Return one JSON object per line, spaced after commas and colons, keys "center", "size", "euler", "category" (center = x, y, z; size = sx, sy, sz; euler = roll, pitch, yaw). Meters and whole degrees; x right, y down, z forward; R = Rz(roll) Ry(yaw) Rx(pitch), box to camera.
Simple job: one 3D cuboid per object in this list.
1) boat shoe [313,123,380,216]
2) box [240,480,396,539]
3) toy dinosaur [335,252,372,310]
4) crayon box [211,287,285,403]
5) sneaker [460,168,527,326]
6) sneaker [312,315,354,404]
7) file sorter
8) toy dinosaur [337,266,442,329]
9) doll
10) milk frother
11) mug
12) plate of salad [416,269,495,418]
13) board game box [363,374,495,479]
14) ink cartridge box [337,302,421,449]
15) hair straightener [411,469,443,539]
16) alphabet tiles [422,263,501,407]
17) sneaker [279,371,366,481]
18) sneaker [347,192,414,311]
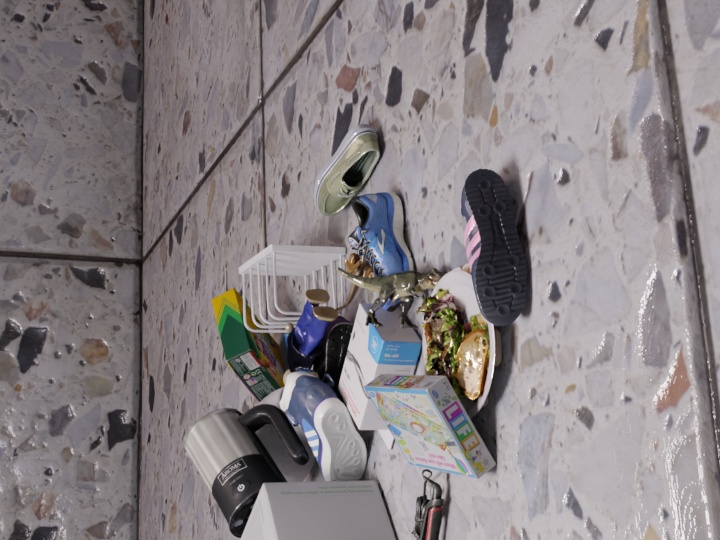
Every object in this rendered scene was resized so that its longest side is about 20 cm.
{"center": [-0.026, -0.157, 1.771], "size": [0.200, 0.072, 0.062], "euler": [119, 149, -41], "category": "boat shoe"}
{"center": [-0.062, 0.449, 1.601], "size": [0.200, 0.198, 0.172], "euler": [-110, 33, -44], "category": "box"}
{"center": [0.000, 0.000, 1.729], "size": [0.106, 0.060, 0.200], "euler": [-78, 4, -74], "category": "toy dinosaur"}
{"center": [-0.206, 0.159, 2.031], "size": [0.200, 0.058, 0.173], "euler": [59, -172, -44], "category": "crayon box"}
{"center": [0.166, -0.022, 1.321], "size": [0.082, 0.070, 0.201], "euler": [96, 171, -74], "category": "sneaker"}
{"center": [-0.049, 0.176, 1.793], "size": [0.088, 0.076, 0.201], "euler": [-139, 64, -70], "category": "sneaker"}
{"center": [-0.123, 0.036, 1.892], "size": [0.200, 0.138, 0.125], "euler": [152, 117, -64], "category": "file sorter"}
{"center": [0.046, 0.039, 1.526], "size": [0.200, 0.047, 0.088], "euler": [0, 86, 39], "category": "toy dinosaur"}
{"center": [-0.093, 0.130, 1.758], "size": [0.137, 0.048, 0.200], "euler": [63, 143, 39], "category": "doll"}
{"center": [-0.171, 0.347, 1.757], "size": [0.188, 0.180, 0.200], "euler": [50, 157, 40], "category": "milk frother"}
{"center": [-0.136, 0.279, 1.895], "size": [0.200, 0.147, 0.176], "euler": [-83, 19, -53], "category": "mug"}
{"center": [0.118, 0.099, 1.381], "size": [0.200, 0.048, 0.201], "euler": [180, 90, -67], "category": "plate of salad"}
{"center": [0.088, 0.204, 1.404], "size": [0.135, 0.034, 0.200], "euler": [60, 158, -8], "category": "board game box"}
{"center": [0.023, 0.165, 1.610], "size": [0.116, 0.067, 0.200], "euler": [-124, 42, -56], "category": "ink cartridge box"}
{"center": [0.082, 0.371, 1.467], "size": [0.077, 0.041, 0.201], "euler": [-157, 67, -67], "category": "hair straightener"}
{"center": [0.134, 0.093, 1.425], "size": [0.200, 0.015, 0.196], "euler": [151, 120, -64], "category": "alphabet tiles"}
{"center": [-0.067, 0.252, 1.708], "size": [0.146, 0.080, 0.200], "euler": [35, 147, 46], "category": "sneaker"}
{"center": [0.024, -0.028, 1.609], "size": [0.079, 0.089, 0.200], "euler": [128, 138, -54], "category": "sneaker"}
